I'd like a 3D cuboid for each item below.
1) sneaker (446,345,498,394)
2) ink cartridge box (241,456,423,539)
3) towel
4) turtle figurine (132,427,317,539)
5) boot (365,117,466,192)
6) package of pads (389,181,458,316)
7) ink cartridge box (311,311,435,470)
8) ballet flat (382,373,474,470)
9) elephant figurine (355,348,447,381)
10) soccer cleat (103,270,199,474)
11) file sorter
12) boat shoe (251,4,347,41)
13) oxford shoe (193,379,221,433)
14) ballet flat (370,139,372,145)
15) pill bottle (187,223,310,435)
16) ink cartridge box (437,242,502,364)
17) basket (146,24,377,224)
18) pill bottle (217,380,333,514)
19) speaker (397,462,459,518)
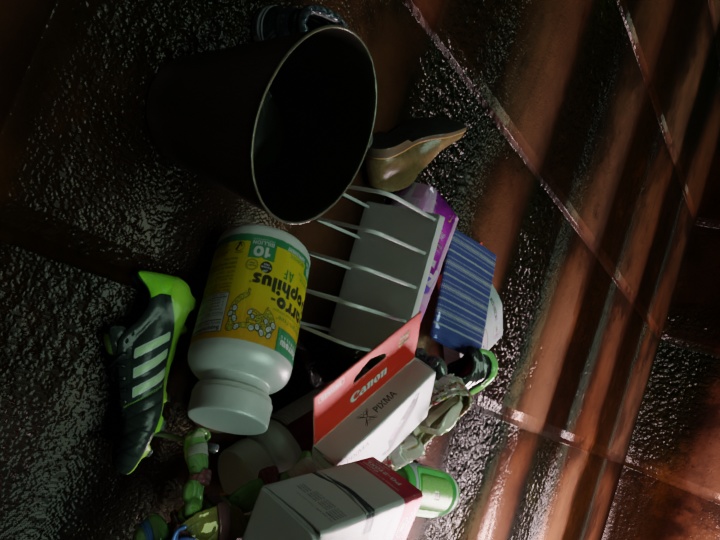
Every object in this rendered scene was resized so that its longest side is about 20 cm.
[{"bbox_3d":[0.159,0.213,1.119,0.083,0.077,0.202,32,102,-24],"label":"sneaker"},{"bbox_3d":[-0.036,0.289,0.641,0.198,0.083,0.148,12,101,-56],"label":"ink cartridge box"},{"bbox_3d":[0.186,0.044,1.125,0.143,0.024,0.205,25,72,-40],"label":"towel"},{"bbox_3d":[-0.156,0.241,0.674,0.190,0.199,0.148,4,77,-30],"label":"turtle figurine"},{"bbox_3d":[0.082,-0.178,0.931,0.197,0.073,0.077,-27,129,-32],"label":"boot"},{"bbox_3d":[0.075,-0.023,0.960,0.120,0.074,0.204,35,74,-52],"label":"package of pads"},{"bbox_3d":[0.021,0.171,0.770,0.199,0.043,0.177,-34,143,-37],"label":"ink cartridge box"},{"bbox_3d":[0.085,0.226,0.891,0.199,0.064,0.076,-42,122,-15],"label":"ballet flat"},{"bbox_3d":[0.044,0.209,0.966,0.197,0.140,0.158,-18,83,-43],"label":"elephant figurine"},{"bbox_3d":[-0.230,0.100,0.637,0.080,0.067,0.205,22,74,-35],"label":"soccer cleat"},{"bbox_3d":[0.000,0.000,0.828,0.123,0.137,0.205,18,88,-48],"label":"file sorter"},{"bbox_3d":[-0.033,-0.249,0.744,0.198,0.090,0.073,15,91,-51],"label":"boat shoe"},{"bbox_3d":[-0.141,0.100,0.759,0.203,0.070,0.074,-62,165,-18],"label":"oxford shoe"},{"bbox_3d":[-0.054,-0.175,0.760,0.198,0.072,0.075,2,101,-50],"label":"ballet flat"},{"bbox_3d":[-0.121,0.063,0.667,0.113,0.110,0.204,46,43,-47],"label":"pill bottle"},{"bbox_3d":[0.213,0.075,1.182,0.162,0.056,0.204,-34,131,-39],"label":"ink cartridge box"},{"bbox_3d":[-0.106,-0.148,0.600,0.136,0.197,0.183,45,68,-47],"label":"basket"},{"bbox_3d":[-0.083,0.234,0.821,0.198,0.108,0.112,-23,119,-45],"label":"pill bottle"},{"bbox_3d":[0.106,0.396,1.124,0.199,0.087,0.090,33,76,-50],"label":"speaker"}]
